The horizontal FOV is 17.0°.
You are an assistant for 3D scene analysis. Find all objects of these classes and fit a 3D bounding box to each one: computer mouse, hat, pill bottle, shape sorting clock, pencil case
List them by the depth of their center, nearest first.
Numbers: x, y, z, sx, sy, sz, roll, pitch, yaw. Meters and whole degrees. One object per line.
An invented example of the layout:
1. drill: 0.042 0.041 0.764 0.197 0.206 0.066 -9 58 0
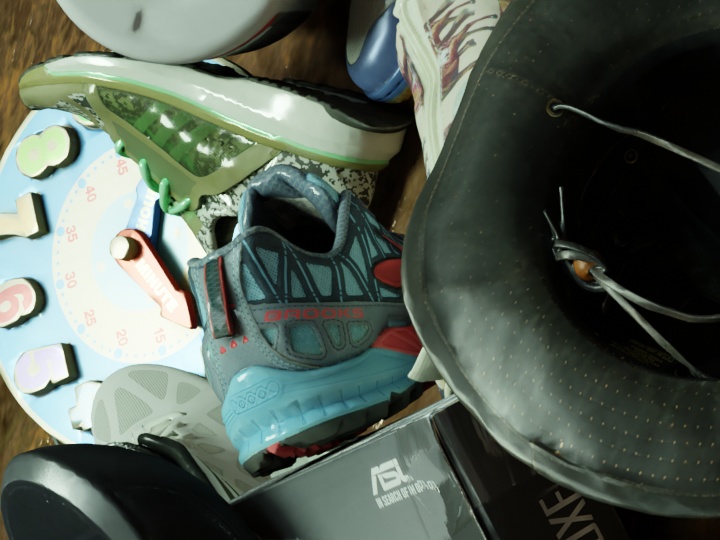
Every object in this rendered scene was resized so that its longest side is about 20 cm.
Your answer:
1. hat: 0.115 -0.010 0.722 0.081 0.199 0.202 55 -149 -59
2. computer mouse: -0.046 0.133 0.822 0.053 0.200 0.138 -39 10 -32
3. pencil case: 0.056 -0.031 0.850 0.078 0.089 0.201 -51 30 35
4. pill bottle: -0.069 -0.152 1.080 0.200 0.113 0.115 -47 -25 -81
5. shape sorting clock: -0.105 -0.009 1.144 0.199 0.039 0.201 -4 81 27

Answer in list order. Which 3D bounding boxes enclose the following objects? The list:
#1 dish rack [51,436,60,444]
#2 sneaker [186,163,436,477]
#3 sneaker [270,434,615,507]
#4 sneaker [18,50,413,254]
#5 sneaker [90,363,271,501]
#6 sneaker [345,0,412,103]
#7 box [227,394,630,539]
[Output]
1. dish rack: -0.120 0.008 1.248 0.201 0.054 0.153 -67 25 5
2. sneaker: 0.000 0.000 0.874 0.079 0.200 0.096 -25 93 22
3. sneaker: 0.036 0.102 0.883 0.200 0.077 0.087 -8 90 64
4. sneaker: -0.075 -0.049 1.082 0.199 0.077 0.089 14 98 29
5. sneaker: -0.079 0.079 1.016 0.076 0.115 0.200 -48 43 0
6. sneaker: 0.009 -0.175 1.039 0.075 0.088 0.201 6 85 63
7. box: 0.027 0.129 0.798 0.200 0.050 0.158 -29 87 58
